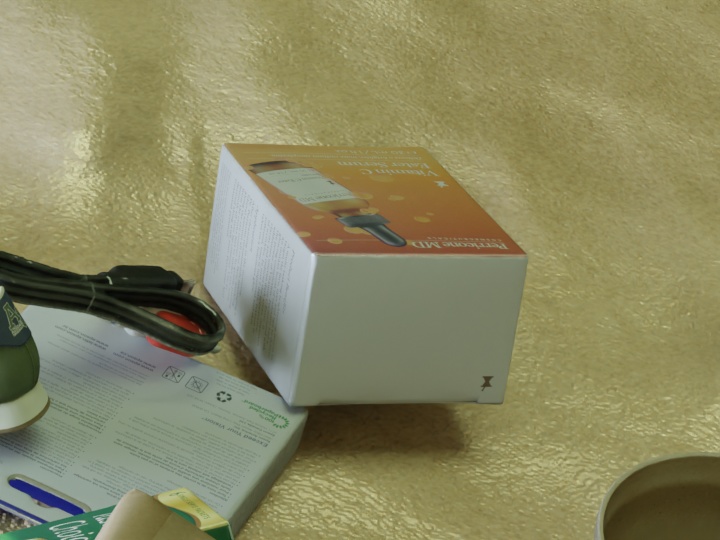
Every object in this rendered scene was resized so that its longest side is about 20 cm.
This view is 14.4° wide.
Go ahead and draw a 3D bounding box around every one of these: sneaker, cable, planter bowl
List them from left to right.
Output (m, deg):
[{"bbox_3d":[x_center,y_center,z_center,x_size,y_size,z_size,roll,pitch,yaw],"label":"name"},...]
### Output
[{"bbox_3d":[-0.287,0.047,1.699,0.199,0.090,0.067,-1,30,9],"label":"sneaker"},{"bbox_3d":[-0.162,0.027,1.758,0.199,0.051,0.097,2,33,-47],"label":"cable"},{"bbox_3d":[0.214,0.221,1.659,0.199,0.135,0.201,12,33,-8],"label":"planter bowl"}]

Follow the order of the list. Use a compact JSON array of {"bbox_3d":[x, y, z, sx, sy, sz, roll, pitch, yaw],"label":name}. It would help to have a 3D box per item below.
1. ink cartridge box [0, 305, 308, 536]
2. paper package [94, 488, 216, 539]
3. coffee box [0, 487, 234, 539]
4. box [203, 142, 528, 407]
[{"bbox_3d":[-0.160,0.112,1.749,0.199,0.041,0.200,23,36,13],"label":"ink cartridge box"},{"bbox_3d":[-0.136,0.243,1.418,0.103,0.191,0.200,29,31,-3],"label":"paper package"},{"bbox_3d":[-0.173,0.170,1.572,0.199,0.044,0.123,-13,8,-12],"label":"coffee box"},{"bbox_3d":[0.000,0.000,1.874,0.151,0.107,0.200,1,22,-22],"label":"box"}]
